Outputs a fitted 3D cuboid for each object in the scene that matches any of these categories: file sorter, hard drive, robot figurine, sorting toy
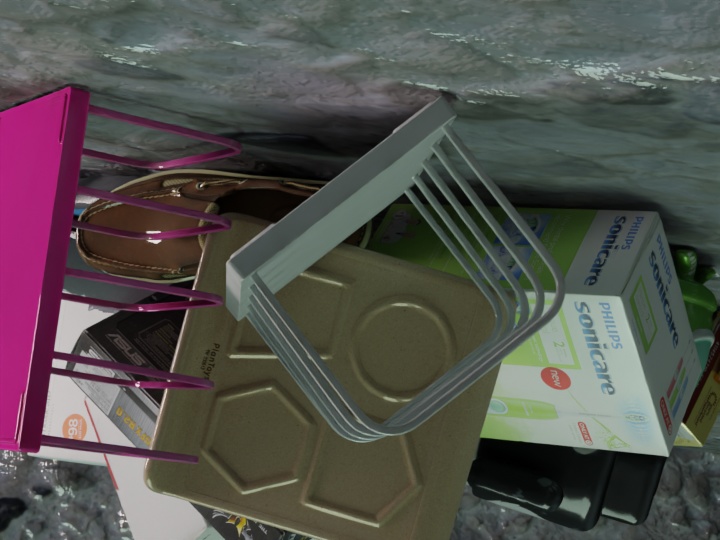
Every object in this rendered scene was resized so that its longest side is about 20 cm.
[{"bbox_3d":[0.016,0.014,0.943,0.139,0.125,0.200,-37,177,-8],"label":"file sorter"},{"bbox_3d":[-0.250,-0.019,1.274,0.199,0.043,0.135,23,176,-26],"label":"hard drive"},{"bbox_3d":[-0.157,0.012,1.013,0.125,0.201,0.139,12,171,-32],"label":"file sorter"},{"bbox_3d":[0.150,0.142,1.406,0.199,0.125,0.150,17,166,12],"label":"robot figurine"},{"bbox_3d":[-0.019,0.075,1.075,0.199,0.186,0.036,15,-172,-4],"label":"sorting toy"}]

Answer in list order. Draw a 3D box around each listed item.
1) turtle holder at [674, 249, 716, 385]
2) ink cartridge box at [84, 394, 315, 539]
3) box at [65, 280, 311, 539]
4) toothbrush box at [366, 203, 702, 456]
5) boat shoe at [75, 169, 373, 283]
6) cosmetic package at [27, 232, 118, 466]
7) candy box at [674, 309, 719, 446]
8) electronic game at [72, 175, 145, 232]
[{"bbox_3d":[0.190,0.056,1.286,0.140,0.132,0.186,7,172,-8],"label":"turtle holder"},{"bbox_3d":[-0.086,0.132,1.280,0.199,0.147,0.083,-3,152,-46],"label":"ink cartridge box"},{"bbox_3d":[-0.080,0.092,1.181,0.200,0.048,0.158,43,-140,15],"label":"box"},{"bbox_3d":[0.111,0.038,1.145,0.199,0.086,0.146,3,133,30],"label":"toothbrush box"},{"bbox_3d":[-0.096,-0.032,1.113,0.201,0.075,0.075,-6,-179,10],"label":"boat shoe"},{"bbox_3d":[-0.184,0.061,1.397,0.150,0.201,0.052,2,170,27],"label":"cosmetic package"},{"bbox_3d":[0.244,0.096,1.561,0.199,0.116,0.055,-2,138,49],"label":"candy box"},{"bbox_3d":[-0.133,-0.033,1.259,0.199,0.042,0.200,6,172,1],"label":"electronic game"}]
